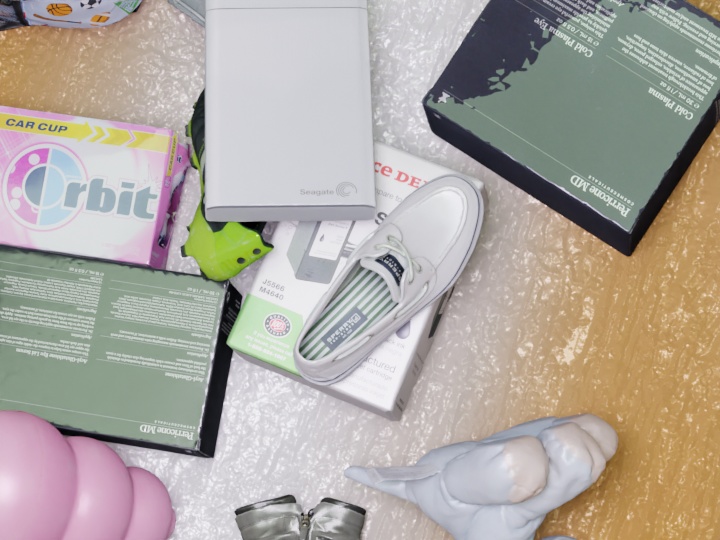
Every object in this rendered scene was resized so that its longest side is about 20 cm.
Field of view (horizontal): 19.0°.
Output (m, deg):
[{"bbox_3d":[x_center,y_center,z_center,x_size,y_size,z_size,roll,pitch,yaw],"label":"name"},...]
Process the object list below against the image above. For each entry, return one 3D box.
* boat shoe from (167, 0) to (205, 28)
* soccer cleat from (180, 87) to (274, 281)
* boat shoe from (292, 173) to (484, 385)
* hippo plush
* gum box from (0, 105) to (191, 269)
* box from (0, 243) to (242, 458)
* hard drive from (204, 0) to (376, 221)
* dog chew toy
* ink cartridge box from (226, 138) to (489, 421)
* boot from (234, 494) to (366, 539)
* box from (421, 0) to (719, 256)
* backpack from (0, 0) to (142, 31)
[{"bbox_3d":[-0.079,-0.181,1.781,0.201,0.070,0.072,43,99,15],"label":"boat shoe"},{"bbox_3d":[-0.098,-0.078,1.729,0.081,0.068,0.201,-22,47,23],"label":"soccer cleat"},{"bbox_3d":[0.025,0.007,1.643,0.073,0.067,0.200,36,85,10],"label":"boat shoe"},{"bbox_3d":[0.116,0.206,1.637,0.199,0.159,0.162,-13,90,-15],"label":"hippo plush"},{"bbox_3d":[-0.243,-0.067,1.774,0.199,0.066,0.114,8,83,8],"label":"gum box"},{"bbox_3d":[-0.209,0.067,1.742,0.199,0.079,0.142,9,79,8],"label":"box"},{"bbox_3d":[-0.057,-0.132,1.692,0.131,0.027,0.201,-1,63,-3],"label":"hard drive"},{"bbox_3d":[-0.235,0.182,1.684,0.199,0.124,0.125,17,80,-33],"label":"dog chew toy"},{"bbox_3d":[0.000,0.000,1.725,0.145,0.084,0.201,21,83,9],"label":"ink cartridge box"},{"bbox_3d":[-0.089,0.250,1.709,0.199,0.068,0.131,-6,75,-2],"label":"boot"},{"bbox_3d":[0.181,-0.145,1.719,0.200,0.104,0.182,34,84,11],"label":"box"},{"bbox_3d":[-0.259,-0.294,1.782,0.190,0.154,0.201,10,78,-2],"label":"backpack"}]
